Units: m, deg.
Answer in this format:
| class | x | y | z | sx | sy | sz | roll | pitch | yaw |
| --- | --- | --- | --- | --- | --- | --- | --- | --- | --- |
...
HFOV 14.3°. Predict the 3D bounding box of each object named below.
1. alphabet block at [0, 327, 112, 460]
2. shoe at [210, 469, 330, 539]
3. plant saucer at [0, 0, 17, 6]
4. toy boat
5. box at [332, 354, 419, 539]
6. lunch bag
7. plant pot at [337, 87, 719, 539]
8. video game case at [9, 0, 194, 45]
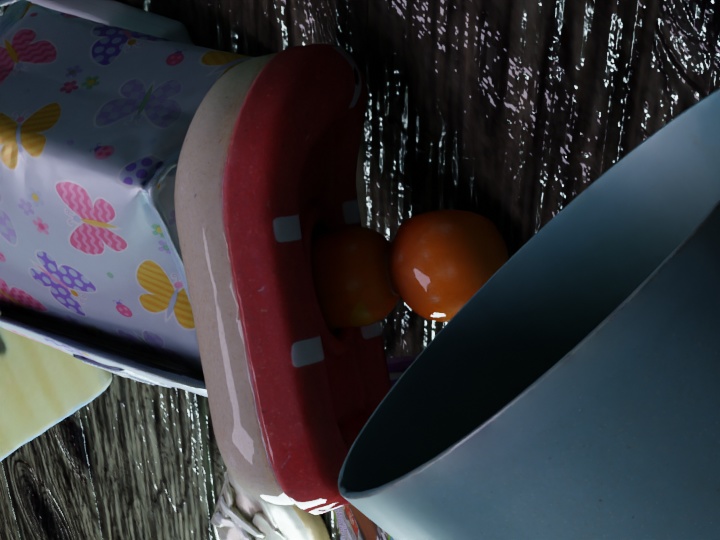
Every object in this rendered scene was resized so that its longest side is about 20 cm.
| class | x | y | z | sx | sy | sz | roll | pitch | yaw |
| --- | --- | --- | --- | --- | --- | --- | --- | --- | --- |
| alphabet block | -0.318 | 0.023 | 1.936 | 0.195 | 0.196 | 0.200 | 24 | 143 | 55 |
| shoe | -0.056 | 0.173 | 1.753 | 0.070 | 0.053 | 0.200 | 43 | 158 | 33 |
| plant saucer | -0.146 | -0.206 | 1.229 | 0.039 | 0.201 | 0.201 | 10 | -154 | -51 |
| toy boat | 0.000 | 0.000 | 1.242 | 0.130 | 0.130 | 0.200 | -24 | -76 | -74 |
| box | 0.048 | 0.137 | 1.332 | 0.137 | 0.039 | 0.200 | -9 | 98 | 54 |
| lunch bag | -0.111 | -0.014 | 1.417 | 0.169 | 0.127 | 0.200 | 18 | 143 | 32 |
| plant pot | 0.119 | 0.058 | 0.929 | 0.161 | 0.201 | 0.201 | 46 | 163 | -8 |
| video game case | -0.109 | -0.065 | 1.538 | 0.200 | 0.023 | 0.182 | 24 | 143 | 58 |
